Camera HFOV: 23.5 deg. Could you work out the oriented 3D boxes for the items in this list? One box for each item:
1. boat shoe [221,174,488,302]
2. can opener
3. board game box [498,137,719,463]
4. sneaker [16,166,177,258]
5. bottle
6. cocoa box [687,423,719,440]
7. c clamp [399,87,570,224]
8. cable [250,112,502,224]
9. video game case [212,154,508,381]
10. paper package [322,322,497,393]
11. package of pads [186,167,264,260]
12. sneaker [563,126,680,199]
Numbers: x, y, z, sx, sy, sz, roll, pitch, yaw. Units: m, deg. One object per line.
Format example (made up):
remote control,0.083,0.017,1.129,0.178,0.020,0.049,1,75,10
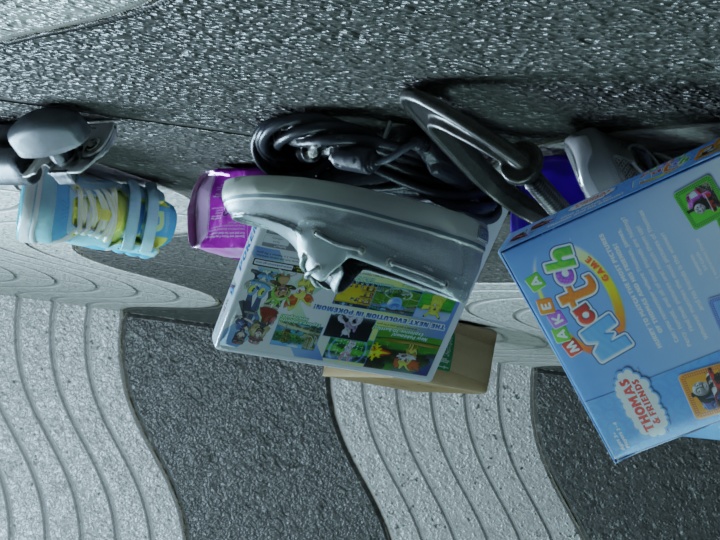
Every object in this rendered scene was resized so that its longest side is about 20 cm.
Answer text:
boat shoe,-0.011,-0.020,1.217,0.199,0.072,0.070,12,173,17
can opener,-0.269,-0.103,1.345,0.199,0.054,0.067,3,140,40
board game box,0.201,0.010,0.998,0.199,0.152,0.037,-25,-167,26
sneaker,-0.231,-0.054,1.542,0.129,0.080,0.200,9,-177,0
bottle,0.145,-0.030,1.287,0.065,0.085,0.200,6,174,6
cocoa box,0.289,0.039,1.283,0.198,0.134,0.132,5,133,18
c clamp,0.111,-0.048,1.088,0.170,0.027,0.200,36,178,43
cable,0.014,-0.068,1.246,0.162,0.051,0.199,4,173,30
video game case,0.000,0.000,1.393,0.198,0.184,0.022,10,-150,-24
paper package,0.072,0.122,2.596,0.199,0.105,0.190,13,170,-37
package of pads,-0.042,-0.035,1.487,0.120,0.077,0.199,1,171,38
sneaker,0.210,-0.057,1.142,0.082,0.075,0.199,-39,141,29
